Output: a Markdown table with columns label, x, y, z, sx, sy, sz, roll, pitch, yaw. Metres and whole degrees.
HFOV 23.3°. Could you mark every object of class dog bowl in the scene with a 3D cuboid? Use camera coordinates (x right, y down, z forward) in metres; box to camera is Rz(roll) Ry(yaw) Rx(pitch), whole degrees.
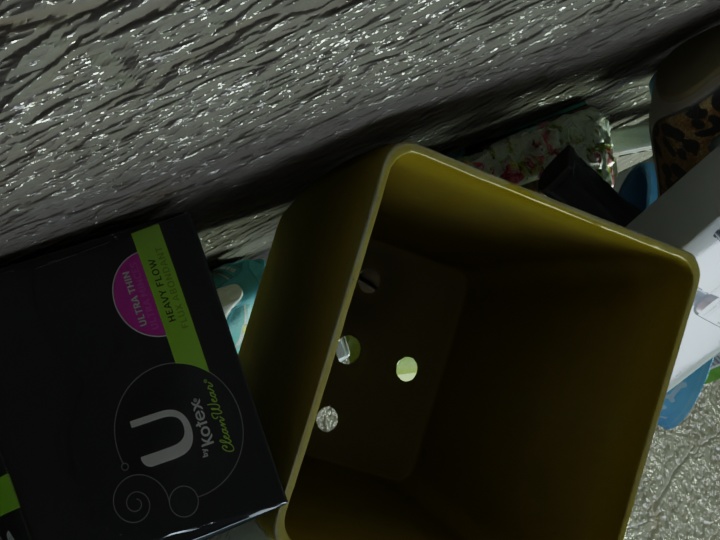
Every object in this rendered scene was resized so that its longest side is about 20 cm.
| label | x | y | z | sx | sy | sz | roll | pitch | yaw |
| --- | --- | --- | --- | --- | --- | --- | --- | --- | --- |
| dog bowl | 0.199 | 0.010 | 1.184 | 0.049 | 0.201 | 0.112 | 14 | 141 | -8 |

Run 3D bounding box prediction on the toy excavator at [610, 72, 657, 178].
| label | x | y | z | sx | sy | sz | roll | pitch | yaw |
| --- | --- | --- | --- | --- | --- | --- | --- | --- | --- |
| toy excavator | 0.204 | -0.091 | 1.098 | 0.198 | 0.101 | 0.194 | -9 | 180 | 7 |

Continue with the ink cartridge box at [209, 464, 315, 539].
| label | x | y | z | sx | sy | sz | roll | pitch | yaw |
| --- | --- | --- | --- | --- | --- | --- | --- | --- | --- |
| ink cartridge box | -0.043 | 0.148 | 0.986 | 0.116 | 0.068 | 0.200 | 19 | -169 | -26 |

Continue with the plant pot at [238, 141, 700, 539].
| label | x | y | z | sx | sy | sz | roll | pitch | yaw |
| --- | --- | --- | --- | --- | --- | --- | --- | --- | --- |
| plant pot | 0.031 | 0.052 | 0.941 | 0.198 | 0.202 | 0.176 | 19 | 177 | -27 |

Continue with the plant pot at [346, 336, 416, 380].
| label | x | y | z | sx | sy | sz | roll | pitch | yaw |
| --- | --- | --- | --- | --- | --- | --- | --- | --- | --- |
| plant pot | 0.082 | 0.067 | 1.885 | 0.182 | 0.203 | 0.200 | -8 | 171 | -20 |

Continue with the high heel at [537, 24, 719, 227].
| label | x | y | z | sx | sy | sz | roll | pitch | yaw |
| --- | --- | --- | --- | --- | --- | --- | --- | --- | --- |
| high heel | 0.216 | -0.059 | 0.996 | 0.200 | 0.142 | 0.072 | -38 | -158 | 38 |

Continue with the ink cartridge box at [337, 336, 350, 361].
| label | x | y | z | sx | sy | sz | roll | pitch | yaw |
| --- | --- | --- | --- | --- | --- | --- | --- | --- | --- |
| ink cartridge box | -0.098 | 0.073 | 1.532 | 0.145 | 0.084 | 0.200 | -22 | 175 | -10 |

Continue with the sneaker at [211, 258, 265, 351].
| label | x | y | z | sx | sy | sz | roll | pitch | yaw |
| --- | --- | --- | --- | --- | --- | --- | --- | --- | --- |
| sneaker | -0.084 | 0.033 | 1.188 | 0.079 | 0.078 | 0.200 | -31 | 177 | -4 |

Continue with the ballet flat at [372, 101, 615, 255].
| label | x | y | z | sx | sy | sz | roll | pitch | yaw |
| --- | --- | --- | --- | --- | --- | --- | --- | --- | --- |
| ballet flat | 0.071 | -0.044 | 1.051 | 0.198 | 0.064 | 0.076 | -21 | 173 | -15 |

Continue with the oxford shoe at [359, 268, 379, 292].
| label | x | y | z | sx | sy | sz | roll | pitch | yaw |
| --- | --- | --- | --- | --- | --- | --- | --- | --- | --- |
| oxford shoe | 0.000 | 0.000 | 1.222 | 0.084 | 0.073 | 0.200 | -5 | 163 | -30 |

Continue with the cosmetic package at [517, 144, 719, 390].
| label | x | y | z | sx | sy | sz | roll | pitch | yaw |
| --- | --- | --- | --- | --- | --- | --- | --- | --- | --- |
| cosmetic package | 0.182 | 0.007 | 0.986 | 0.082 | 0.051 | 0.200 | 27 | 127 | -26 |

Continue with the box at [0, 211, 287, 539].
| label | x | y | z | sx | sy | sz | roll | pitch | yaw |
| --- | --- | --- | --- | --- | --- | --- | --- | --- | --- |
| box | -0.141 | 0.077 | 0.862 | 0.123 | 0.150 | 0.200 | -19 | 175 | -24 |

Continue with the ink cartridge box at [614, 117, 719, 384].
| label | x | y | z | sx | sy | sz | roll | pitch | yaw |
| --- | --- | --- | --- | --- | --- | --- | --- | --- | --- |
| ink cartridge box | 0.225 | -0.012 | 1.324 | 0.147 | 0.202 | 0.076 | -26 | 138 | 27 |
